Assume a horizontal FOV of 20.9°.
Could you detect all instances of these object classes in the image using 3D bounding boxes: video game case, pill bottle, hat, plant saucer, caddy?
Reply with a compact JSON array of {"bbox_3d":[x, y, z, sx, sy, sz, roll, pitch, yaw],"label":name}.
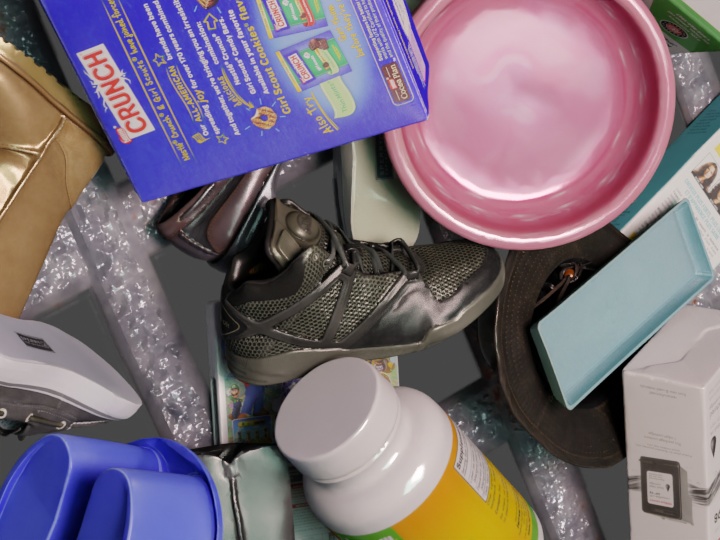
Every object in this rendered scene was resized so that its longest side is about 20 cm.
[{"bbox_3d":[-0.036,0.115,1.377,0.143,0.018,0.200,-5,94,-27],"label":"video game case"},{"bbox_3d":[0.031,0.149,1.320,0.111,0.111,0.200,-54,128,-16],"label":"pill bottle"},{"bbox_3d":[0.139,0.049,1.425,0.201,0.081,0.201,5,84,-45],"label":"hat"},{"bbox_3d":[0.110,-0.116,1.316,0.200,0.051,0.201,-2,105,-7],"label":"plant saucer"},{"bbox_3d":[0.189,0.022,1.406,0.200,0.019,0.070,-37,113,-40],"label":"plant saucer"},{"bbox_3d":[-0.166,0.198,1.233,0.105,0.141,0.200,25,88,-47],"label":"caddy"}]

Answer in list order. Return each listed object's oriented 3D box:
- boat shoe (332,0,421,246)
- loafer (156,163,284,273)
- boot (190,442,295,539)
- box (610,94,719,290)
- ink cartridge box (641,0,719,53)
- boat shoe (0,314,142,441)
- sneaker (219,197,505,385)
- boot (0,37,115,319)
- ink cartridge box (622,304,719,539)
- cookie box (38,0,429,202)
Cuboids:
[{"bbox_3d":[0.007,-0.107,1.363,0.070,0.072,0.201,-1,99,-20],"label":"boat shoe"},{"bbox_3d":[-0.075,-0.100,1.322,0.063,0.072,0.200,24,83,-22],"label":"loafer"},{"bbox_3d":[-0.117,0.219,1.302,0.165,0.066,0.200,-7,97,-21],"label":"boot"},{"bbox_3d":[0.269,-0.063,1.514,0.200,0.049,0.082,-44,110,-20],"label":"box"},{"bbox_3d":[0.174,-0.222,1.376,0.147,0.200,0.083,34,79,-24],"label":"ink cartridge box"},{"bbox_3d":[-0.211,0.076,1.224,0.066,0.070,0.200,-48,158,7],"label":"boat shoe"},{"bbox_3d":[0.000,0.000,1.300,0.199,0.076,0.114,-14,128,-6],"label":"sneaker"},{"bbox_3d":[-0.259,-0.046,1.228,0.175,0.066,0.200,35,77,-24],"label":"boot"},{"bbox_3d":[0.251,0.141,1.449,0.116,0.067,0.200,-40,131,-48],"label":"ink cartridge box"},{"bbox_3d":[-0.077,-0.153,1.220,0.200,0.075,0.171,-15,123,13],"label":"cookie box"}]
